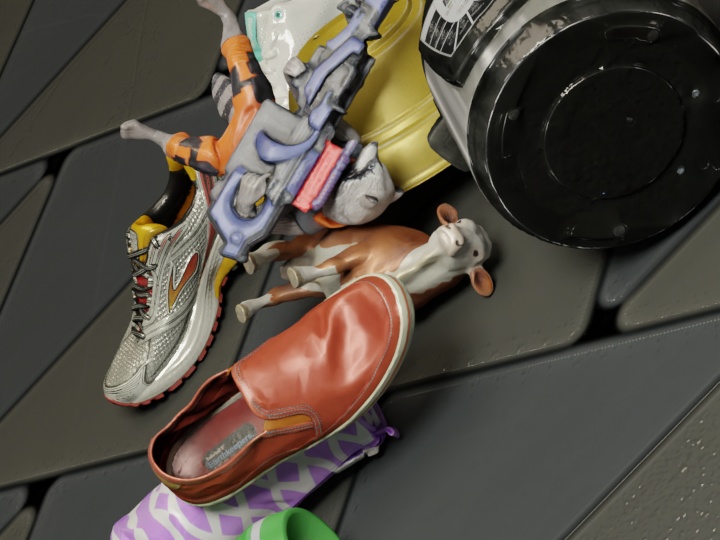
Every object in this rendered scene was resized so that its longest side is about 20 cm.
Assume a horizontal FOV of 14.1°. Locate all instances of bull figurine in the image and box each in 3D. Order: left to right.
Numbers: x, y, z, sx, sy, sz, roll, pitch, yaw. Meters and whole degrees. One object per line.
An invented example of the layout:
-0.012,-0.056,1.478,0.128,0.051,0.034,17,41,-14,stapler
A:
0.000,0.000,1.900,0.121,0.065,0.200,-18,9,-25,bull figurine

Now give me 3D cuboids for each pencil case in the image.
-0.068,0.135,1.858,0.200,0.086,0.084,-43,-6,14,pencil case

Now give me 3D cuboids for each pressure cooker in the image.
0.126,-0.126,1.784,0.175,0.179,0.200,-10,32,-7,pressure cooker

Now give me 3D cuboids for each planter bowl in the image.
0.013,-0.129,1.974,0.200,0.084,0.201,-28,24,14,planter bowl

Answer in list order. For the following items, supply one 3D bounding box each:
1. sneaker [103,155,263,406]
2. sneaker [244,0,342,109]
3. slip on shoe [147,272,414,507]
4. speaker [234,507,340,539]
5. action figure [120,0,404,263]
-0.142,0.001,2.081,0.078,0.082,0.201,16,83,56,sneaker
-0.058,-0.153,2.144,0.075,0.088,0.201,6,66,55,sneaker
-0.049,0.074,1.776,0.200,0.061,0.074,-38,64,15,slip on shoe
-0.095,0.229,1.781,0.200,0.088,0.089,-38,32,22,speaker
-0.042,-0.104,1.903,0.193,0.105,0.200,40,94,27,action figure
